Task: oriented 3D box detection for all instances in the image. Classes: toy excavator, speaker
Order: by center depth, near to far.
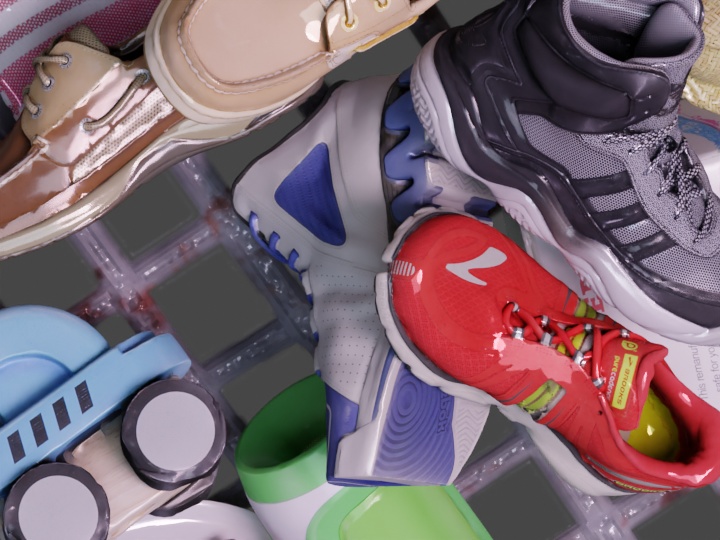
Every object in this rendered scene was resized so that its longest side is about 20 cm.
[{"bbox_3d":[-0.184,0.059,1.351,0.194,0.100,0.200,-35,82,-12],"label":"toy excavator"},{"bbox_3d":[0.022,0.144,1.427,0.088,0.089,0.200,-33,115,5],"label":"speaker"}]

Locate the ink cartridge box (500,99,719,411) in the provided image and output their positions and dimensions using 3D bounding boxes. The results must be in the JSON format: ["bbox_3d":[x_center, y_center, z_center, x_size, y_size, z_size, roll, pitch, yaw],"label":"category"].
[{"bbox_3d":[0.174,-0.004,1.390,0.199,0.088,0.146,-17,114,-4],"label":"ink cartridge box"}]

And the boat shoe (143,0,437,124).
[{"bbox_3d":[-0.008,-0.128,1.257,0.200,0.069,0.074,-37,93,-39],"label":"boat shoe"}]

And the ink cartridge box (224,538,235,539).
[{"bbox_3d":[-0.075,0.253,1.407,0.145,0.083,0.201,-29,118,-8],"label":"ink cartridge box"}]

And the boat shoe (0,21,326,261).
[{"bbox_3d":[-0.113,-0.072,1.290,0.199,0.076,0.074,-30,108,-9],"label":"boat shoe"}]

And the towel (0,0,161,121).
[{"bbox_3d":[-0.116,-0.141,1.310,0.146,0.030,0.201,-30,114,2],"label":"towel"}]

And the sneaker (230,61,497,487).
[{"bbox_3d":[0.000,-0.001,1.338,0.080,0.115,0.201,18,76,-50],"label":"sneaker"}]

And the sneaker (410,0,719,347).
[{"bbox_3d":[0.124,-0.051,1.257,0.200,0.076,0.114,37,136,-10],"label":"sneaker"}]

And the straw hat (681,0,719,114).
[{"bbox_3d":[0.169,-0.114,1.295,0.199,0.086,0.202,0,146,0],"label":"straw hat"}]

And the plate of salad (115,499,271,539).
[{"bbox_3d":[-0.102,0.198,1.448,0.199,0.048,0.201,-8,115,-18],"label":"plate of salad"}]

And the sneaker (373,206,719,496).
[{"bbox_3d":[0.090,0.034,1.282,0.200,0.085,0.077,35,69,-35],"label":"sneaker"}]
